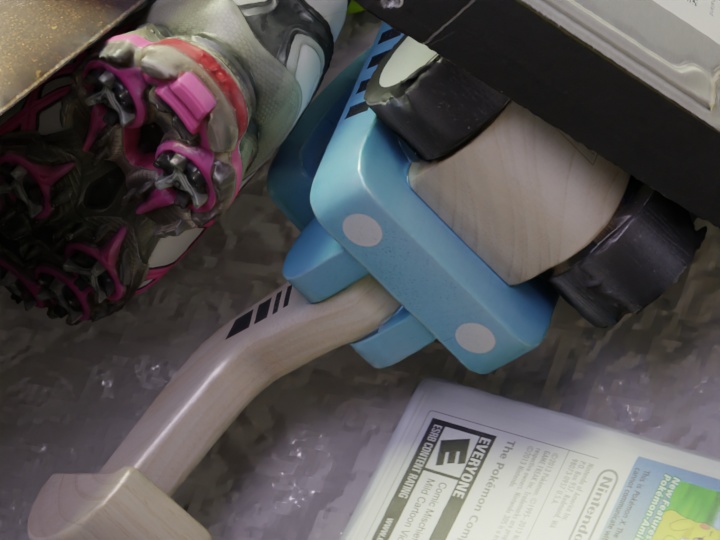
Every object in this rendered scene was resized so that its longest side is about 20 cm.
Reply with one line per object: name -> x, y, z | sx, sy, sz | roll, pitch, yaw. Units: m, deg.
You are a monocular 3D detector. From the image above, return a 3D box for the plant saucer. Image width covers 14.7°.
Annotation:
plant saucer -> -0.145, -0.041, 0.861 | 0.200, 0.032, 0.200 | -36, 7, 5

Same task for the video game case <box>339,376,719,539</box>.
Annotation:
video game case -> 0.053, 0.138, 0.778 | 0.182, 0.022, 0.201 | 15, 66, 31

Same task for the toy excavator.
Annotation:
toy excavator -> 0.000, 0.000, 0.846 | 0.200, 0.100, 0.195 | -32, 24, 39

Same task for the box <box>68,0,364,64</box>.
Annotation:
box -> -0.098, -0.116, 0.995 | 0.199, 0.048, 0.122 | -19, 52, 13

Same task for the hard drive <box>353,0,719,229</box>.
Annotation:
hard drive -> 0.085, -0.092, 0.798 | 0.038, 0.199, 0.140 | -36, 31, 44

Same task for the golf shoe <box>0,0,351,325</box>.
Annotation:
golf shoe -> -0.065, -0.042, 0.884 | 0.092, 0.073, 0.200 | -44, 10, -32
